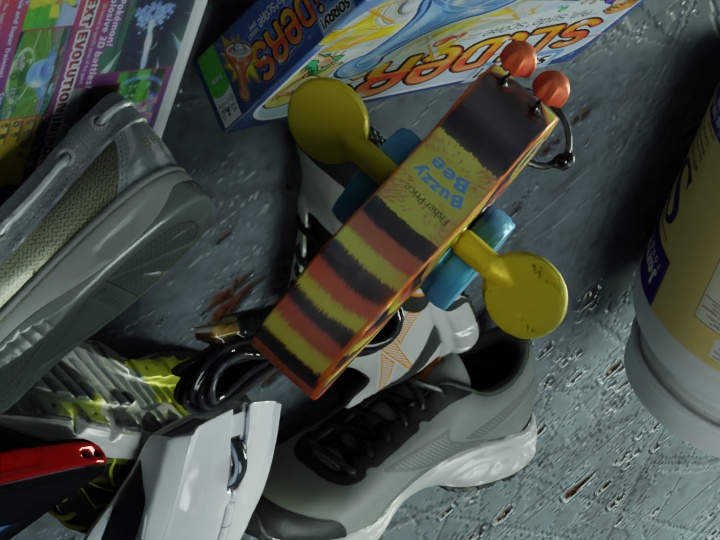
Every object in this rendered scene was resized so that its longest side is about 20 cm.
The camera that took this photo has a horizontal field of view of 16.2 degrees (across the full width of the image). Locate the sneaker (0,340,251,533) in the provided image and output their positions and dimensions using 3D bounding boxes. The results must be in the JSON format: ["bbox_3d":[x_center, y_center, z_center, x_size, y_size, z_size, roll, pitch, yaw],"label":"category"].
[{"bbox_3d":[-0.118,0.080,1.109,0.085,0.075,0.200,-52,147,16],"label":"sneaker"}]

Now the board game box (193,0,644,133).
[{"bbox_3d":[0.046,-0.116,1.047,0.199,0.035,0.135,-15,166,-37],"label":"board game box"}]

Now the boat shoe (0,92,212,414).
[{"bbox_3d":[-0.152,0.015,0.978,0.202,0.065,0.074,-39,166,2],"label":"boat shoe"}]

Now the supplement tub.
[{"bbox_3d":[0.226,-0.012,1.310,0.145,0.145,0.201,-14,138,-38],"label":"supplement tub"}]

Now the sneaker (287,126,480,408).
[{"bbox_3d":[0.000,0.000,1.147,0.080,0.074,0.200,-35,146,-9],"label":"sneaker"}]

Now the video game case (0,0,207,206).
[{"bbox_3d":[-0.151,-0.052,0.971,0.181,0.023,0.201,-11,134,-40],"label":"video game case"}]

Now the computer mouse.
[{"bbox_3d":[-0.060,0.087,1.077,0.109,0.044,0.200,-19,149,-45],"label":"computer mouse"}]

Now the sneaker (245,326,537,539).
[{"bbox_3d":[0.011,0.081,1.265,0.199,0.074,0.080,-23,134,-38],"label":"sneaker"}]

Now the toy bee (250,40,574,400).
[{"bbox_3d":[0.032,-0.044,1.011,0.109,0.130,0.201,124,-13,-53],"label":"toy bee"}]

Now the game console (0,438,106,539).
[{"bbox_3d":[-0.219,0.125,1.021,0.176,0.031,0.200,-3,156,-45],"label":"game console"}]
